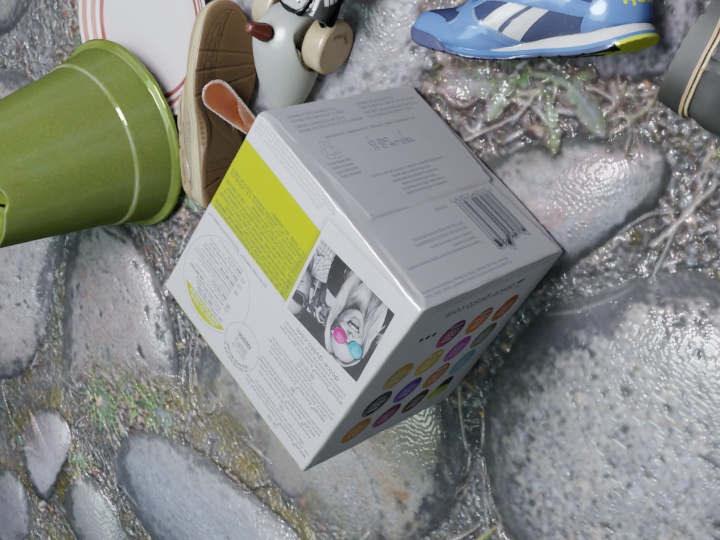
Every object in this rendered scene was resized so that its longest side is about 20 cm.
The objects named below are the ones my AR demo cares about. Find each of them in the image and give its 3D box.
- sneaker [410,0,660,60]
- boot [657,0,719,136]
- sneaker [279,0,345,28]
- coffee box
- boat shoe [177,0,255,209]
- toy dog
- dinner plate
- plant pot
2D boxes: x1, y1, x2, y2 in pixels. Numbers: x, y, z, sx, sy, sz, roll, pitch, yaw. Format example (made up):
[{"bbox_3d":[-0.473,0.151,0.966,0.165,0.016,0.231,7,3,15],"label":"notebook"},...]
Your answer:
[{"bbox_3d":[0.127,-0.199,0.891,0.198,0.074,0.084,2,101,33],"label":"sneaker"},{"bbox_3d":[0.294,-0.156,0.762,0.138,0.077,0.201,40,137,21],"label":"boot"},{"bbox_3d":[0.000,-0.256,0.961,0.199,0.075,0.117,-4,78,50],"label":"sneaker"},{"bbox_3d":[0.000,0.000,0.965,0.200,0.199,0.199,49,128,19],"label":"coffee box"},{"bbox_3d":[-0.147,-0.157,1.137,0.064,0.071,0.203,25,116,45],"label":"boat shoe"},{"bbox_3d":[-0.082,-0.158,1.064,0.131,0.096,0.203,15,111,37],"label":"toy dog"},{"bbox_3d":[-0.216,-0.251,1.205,0.198,0.024,0.203,12,108,39],"label":"dinner plate"},{"bbox_3d":[-0.311,-0.109,1.193,0.199,0.189,0.203,22,126,35],"label":"plant pot"}]
